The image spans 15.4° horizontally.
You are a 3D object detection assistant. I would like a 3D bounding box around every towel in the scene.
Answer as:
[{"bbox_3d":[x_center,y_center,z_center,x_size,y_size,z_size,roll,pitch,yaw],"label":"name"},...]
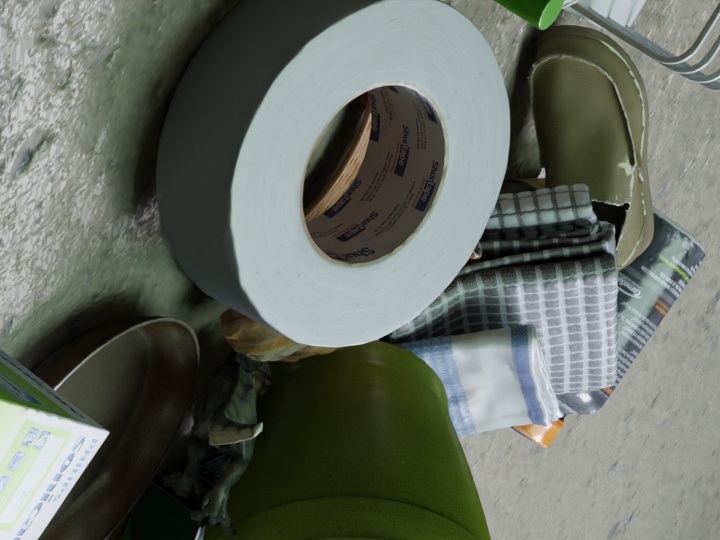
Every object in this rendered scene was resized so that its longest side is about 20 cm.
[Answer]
[{"bbox_3d":[0.088,0.027,1.760,0.200,0.165,0.086,79,5,-64],"label":"towel"},{"bbox_3d":[0.028,0.083,1.744,0.147,0.200,0.024,69,12,-65],"label":"towel"}]

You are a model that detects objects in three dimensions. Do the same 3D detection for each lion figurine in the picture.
[{"bbox_3d":[0.000,0.000,1.614,0.122,0.073,0.200,-26,180,25],"label":"lion figurine"}]

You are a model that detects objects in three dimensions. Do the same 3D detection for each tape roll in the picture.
[{"bbox_3d":[-0.012,-0.061,1.450,0.200,0.066,0.201,-21,122,-36],"label":"tape roll"}]

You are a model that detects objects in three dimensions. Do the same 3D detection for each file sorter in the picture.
[{"bbox_3d":[0.222,-0.204,1.782,0.139,0.124,0.200,-58,160,9],"label":"file sorter"}]

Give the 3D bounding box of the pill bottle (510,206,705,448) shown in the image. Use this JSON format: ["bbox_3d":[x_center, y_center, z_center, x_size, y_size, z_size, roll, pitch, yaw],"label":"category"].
[{"bbox_3d":[0.170,0.038,2.064,0.200,0.106,0.106,-56,160,-1],"label":"pill bottle"}]

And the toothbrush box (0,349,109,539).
[{"bbox_3d":[-0.228,0.104,1.295,0.146,0.086,0.200,-56,161,1],"label":"toothbrush box"}]

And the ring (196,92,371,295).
[{"bbox_3d":[-0.038,-0.072,1.551,0.200,0.019,0.201,-46,157,-26],"label":"ring"}]

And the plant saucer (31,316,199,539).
[{"bbox_3d":[-0.167,0.104,1.509,0.200,0.032,0.200,-47,158,-26],"label":"plant saucer"}]

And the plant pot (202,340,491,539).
[{"bbox_3d":[-0.009,0.151,1.633,0.201,0.200,0.193,102,-9,-47],"label":"plant pot"}]

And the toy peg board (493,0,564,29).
[{"bbox_3d":[0.109,-0.248,1.499,0.199,0.098,0.200,-47,159,-21],"label":"toy peg board"}]

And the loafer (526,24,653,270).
[{"bbox_3d":[0.160,-0.076,1.826,0.067,0.076,0.200,-64,144,-47],"label":"loafer"}]

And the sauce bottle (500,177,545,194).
[{"bbox_3d":[0.108,-0.034,1.875,0.065,0.065,0.200,-61,157,15],"label":"sauce bottle"}]

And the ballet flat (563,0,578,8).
[{"bbox_3d":[0.159,-0.252,1.666,0.200,0.071,0.071,-59,160,13],"label":"ballet flat"}]

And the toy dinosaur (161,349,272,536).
[{"bbox_3d":[-0.080,0.099,1.543,0.200,0.047,0.088,-101,-149,-78],"label":"toy dinosaur"}]

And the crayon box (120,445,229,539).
[{"bbox_3d":[-0.122,0.212,1.750,0.127,0.051,0.200,-21,141,-57],"label":"crayon box"}]
